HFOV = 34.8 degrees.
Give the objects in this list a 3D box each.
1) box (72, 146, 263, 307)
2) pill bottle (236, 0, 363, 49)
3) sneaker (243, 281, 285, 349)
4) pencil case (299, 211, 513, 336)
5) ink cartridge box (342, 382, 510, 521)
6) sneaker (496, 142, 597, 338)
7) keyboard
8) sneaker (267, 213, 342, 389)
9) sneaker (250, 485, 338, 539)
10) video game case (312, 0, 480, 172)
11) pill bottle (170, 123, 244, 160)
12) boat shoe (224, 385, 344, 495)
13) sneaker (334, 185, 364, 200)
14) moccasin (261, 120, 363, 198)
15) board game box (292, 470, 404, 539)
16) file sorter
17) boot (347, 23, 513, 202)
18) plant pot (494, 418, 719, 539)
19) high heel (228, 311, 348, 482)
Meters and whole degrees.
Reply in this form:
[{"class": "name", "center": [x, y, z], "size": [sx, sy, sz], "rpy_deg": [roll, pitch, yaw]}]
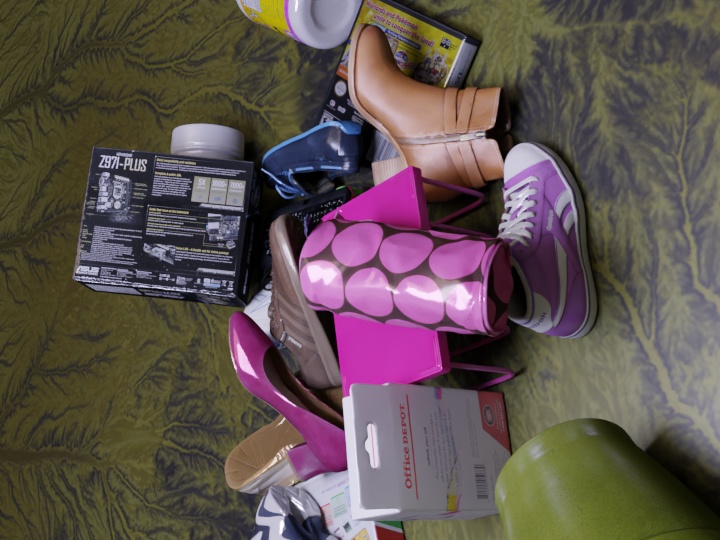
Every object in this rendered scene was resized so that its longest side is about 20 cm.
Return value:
[{"class": "box", "center": [-0.228, -0.051, 1.379], "size": [0.086, 0.198, 0.165], "rpy_deg": [72, -156, -79]}, {"class": "pill bottle", "center": [-0.088, -0.344, 1.413], "size": [0.200, 0.104, 0.105], "rpy_deg": [34, 108, 48]}, {"class": "sneaker", "center": [-0.081, 0.043, 1.354], "size": [0.199, 0.074, 0.088], "rpy_deg": [-8, 70, 47]}, {"class": "pencil case", "center": [0.042, 0.000, 1.019], "size": [0.199, 0.091, 0.094], "rpy_deg": [10, 56, 29]}, {"class": "ink cartridge box", "center": [0.051, 0.170, 1.070], "size": [0.067, 0.199, 0.117], "rpy_deg": [-23, 65, 44]}, {"class": "sneaker", "center": [0.152, -0.039, 1.063], "size": [0.073, 0.114, 0.202], "rpy_deg": [-36, 55, 41]}, {"class": "keyboard", "center": [-0.080, -0.037, 1.310], "size": [0.200, 0.039, 0.105], "rpy_deg": [-14, 63, 59]}, {"class": "sneaker", "center": [-0.073, 0.041, 1.235], "size": [0.075, 0.070, 0.201], "rpy_deg": [-13, 106, 20]}, {"class": "sneaker", "center": [-0.071, 0.337, 1.210], "size": [0.199, 0.079, 0.130], "rpy_deg": [47, 119, 44]}, {"class": "video game case", "center": [0.034, -0.206, 1.302], "size": [0.200, 0.025, 0.182], "rpy_deg": [39, 112, 47]}, {"class": "pill bottle", "center": [-0.201, -0.080, 1.483], "size": [0.114, 0.114, 0.202], "rpy_deg": [-8, 76, 48]}, {"class": "boat shoe", "center": [-0.059, 0.192, 1.297], "size": [0.199, 0.069, 0.074], "rpy_deg": [-31, 50, 17]}, {"class": "sneaker", "center": [0.000, 0.000, 1.272], "size": [0.084, 0.076, 0.201], "rpy_deg": [-50, 38, 38]}, {"class": "moccasin", "center": [-0.063, -0.116, 1.333], "size": [0.200, 0.080, 0.069], "rpy_deg": [-23, 73, 63]}, {"class": "board game box", "center": [-0.014, 0.315, 1.239], "size": [0.153, 0.040, 0.201], "rpy_deg": [-33, 58, 41]}, {"class": "file sorter", "center": [0.062, 0.025, 1.144], "size": [0.139, 0.125, 0.202], "rpy_deg": [-26, 64, 44]}, {"class": "boot", "center": [0.076, -0.172, 1.184], "size": [0.154, 0.074, 0.202], "rpy_deg": [-11, 97, 33]}, {"class": "plant pot", "center": [0.200, 0.227, 0.912], "size": [0.201, 0.199, 0.193], "rpy_deg": [-57, 33, 24]}, {"class": "high heel", "center": [-0.065, 0.122, 1.212], "size": [0.096, 0.067, 0.201], "rpy_deg": [-27, 85, 27]}]
